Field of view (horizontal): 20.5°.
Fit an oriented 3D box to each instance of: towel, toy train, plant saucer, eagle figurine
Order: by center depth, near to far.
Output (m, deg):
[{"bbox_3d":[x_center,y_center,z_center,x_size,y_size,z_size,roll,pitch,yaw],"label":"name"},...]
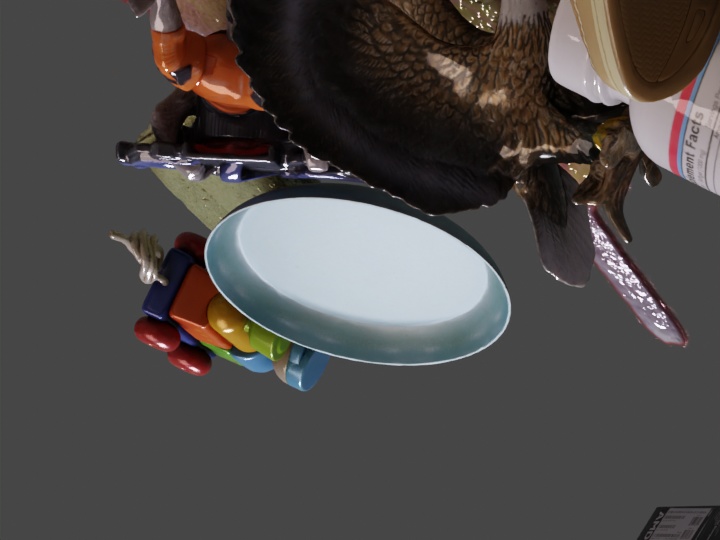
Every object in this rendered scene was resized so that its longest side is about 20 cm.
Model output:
[{"bbox_3d":[0.052,-0.096,0.956,0.198,0.152,0.152,17,166,19],"label":"eagle figurine"},{"bbox_3d":[0.000,0.000,1.268,0.198,0.028,0.201,11,150,6],"label":"plant saucer"},{"bbox_3d":[-0.060,-0.042,1.356,0.200,0.037,0.148,43,158,-12],"label":"towel"},{"bbox_3d":[-0.098,0.028,1.431,0.115,0.085,0.200,21,169,20],"label":"toy train"}]

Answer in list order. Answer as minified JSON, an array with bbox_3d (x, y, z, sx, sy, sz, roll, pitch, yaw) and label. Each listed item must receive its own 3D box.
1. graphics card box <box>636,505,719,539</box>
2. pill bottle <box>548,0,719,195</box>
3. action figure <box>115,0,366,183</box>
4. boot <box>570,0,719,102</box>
[{"bbox_3d":[0.279,0.212,1.324,0.125,0.051,0.200,42,157,-14],"label":"graphics card box"},{"bbox_3d":[0.181,-0.074,0.811,0.199,0.109,0.109,29,158,22],"label":"pill bottle"},{"bbox_3d":[-0.044,-0.109,1.165,0.198,0.106,0.194,5,163,-1],"label":"action figure"},{"bbox_3d":[0.063,-0.168,0.782,0.155,0.072,0.202,10,118,53],"label":"boot"}]
